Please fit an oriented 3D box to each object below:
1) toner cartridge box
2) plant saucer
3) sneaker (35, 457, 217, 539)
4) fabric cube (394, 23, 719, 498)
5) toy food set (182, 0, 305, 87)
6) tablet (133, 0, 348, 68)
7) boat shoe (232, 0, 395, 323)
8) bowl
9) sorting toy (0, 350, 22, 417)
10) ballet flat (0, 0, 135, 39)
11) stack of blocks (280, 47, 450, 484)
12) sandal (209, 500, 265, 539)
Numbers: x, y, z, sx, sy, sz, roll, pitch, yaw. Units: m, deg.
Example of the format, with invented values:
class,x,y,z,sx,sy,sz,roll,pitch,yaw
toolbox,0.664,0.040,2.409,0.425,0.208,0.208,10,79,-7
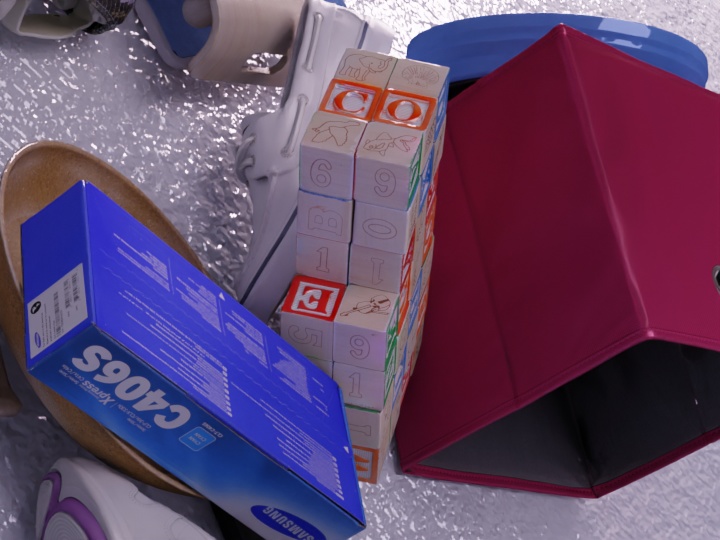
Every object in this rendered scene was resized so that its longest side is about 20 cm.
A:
class,x,y,z,sx,sy,sz,roll,pitch,yaw
toner cartridge box,-0.077,0.051,0.933,0.200,0.043,0.096,42,26,-38
plant saucer,-0.121,0.031,0.976,0.200,0.035,0.201,48,21,-26
sneaker,-0.075,0.156,0.891,0.099,0.075,0.200,-4,37,-45
fabric cube,0.133,0.004,1.199,0.195,0.199,0.201,14,54,-44
toy food set,-0.098,-0.204,1.178,0.143,0.060,0.202,-3,70,-64
tablet,-0.085,-0.194,1.234,0.199,0.014,0.131,-20,82,-54
boat shoe,-0.042,-0.065,1.131,0.065,0.074,0.201,23,63,-6
bowl,0.127,-0.120,1.294,0.200,0.199,0.040,14,76,-45
sorting toy,-0.252,-0.020,0.886,0.184,0.036,0.202,6,56,-49
ballet flat,-0.174,-0.157,1.027,0.200,0.072,0.073,12,54,-68
stack of blocks,0.000,0.000,1.046,0.058,0.201,0.116,12,42,9
sandal,-0.018,0.180,1.016,0.075,0.045,0.201,-15,77,-54
